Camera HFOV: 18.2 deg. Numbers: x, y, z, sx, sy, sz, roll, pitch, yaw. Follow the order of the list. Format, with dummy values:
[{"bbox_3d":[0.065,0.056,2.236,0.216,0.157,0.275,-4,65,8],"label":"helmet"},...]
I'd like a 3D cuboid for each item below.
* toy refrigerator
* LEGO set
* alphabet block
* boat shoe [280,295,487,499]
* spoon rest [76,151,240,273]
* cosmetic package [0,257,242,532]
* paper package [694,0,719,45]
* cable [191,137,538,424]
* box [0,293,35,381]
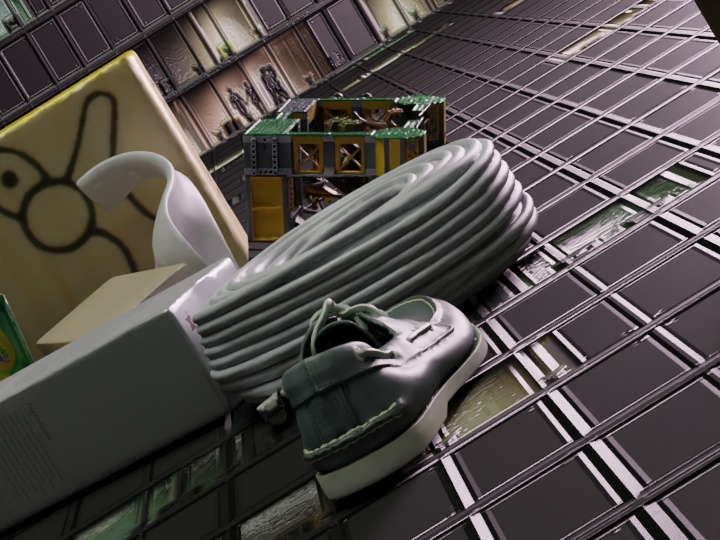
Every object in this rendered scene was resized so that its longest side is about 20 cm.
[{"bbox_3d":[-0.148,0.049,1.496,0.076,0.070,0.200,-42,10,-17],"label":"toy refrigerator"},{"bbox_3d":[-0.007,-0.050,1.548,0.152,0.117,0.200,-2,14,1],"label":"LEGO set"},{"bbox_3d":[-0.203,-0.035,1.724,0.195,0.201,0.196,-31,8,-3],"label":"alphabet block"},{"bbox_3d":[0.008,0.037,1.001,0.073,0.062,0.200,-29,9,16],"label":"boat shoe"},{"bbox_3d":[-0.124,-0.028,1.543,0.061,0.099,0.200,-49,45,0],"label":"spoon rest"},{"bbox_3d":[-0.154,0.077,1.328,0.199,0.072,0.101,-29,8,24],"label":"cosmetic package"},{"bbox_3d":[0.276,-0.173,1.125,0.190,0.104,0.200,-27,8,30],"label":"paper package"},{"bbox_3d":[0.000,0.000,1.227,0.199,0.069,0.200,-34,8,-13],"label":"cable"},{"bbox_3d":[-0.255,0.084,1.496,0.048,0.118,0.200,-28,5,-30],"label":"box"}]
